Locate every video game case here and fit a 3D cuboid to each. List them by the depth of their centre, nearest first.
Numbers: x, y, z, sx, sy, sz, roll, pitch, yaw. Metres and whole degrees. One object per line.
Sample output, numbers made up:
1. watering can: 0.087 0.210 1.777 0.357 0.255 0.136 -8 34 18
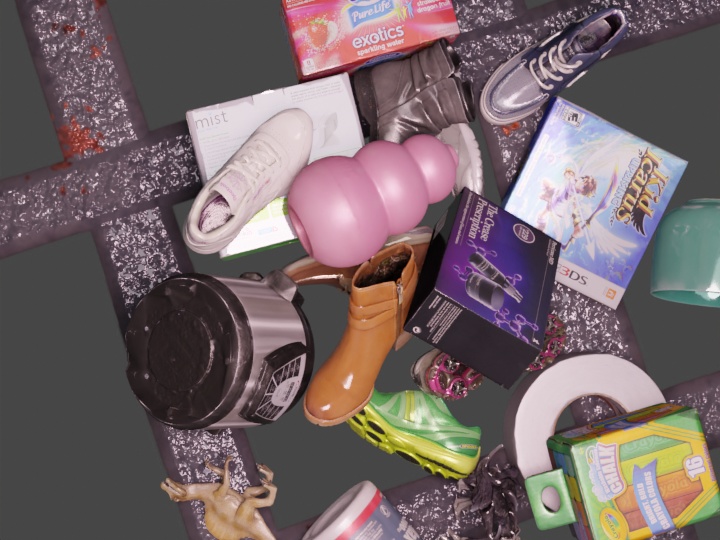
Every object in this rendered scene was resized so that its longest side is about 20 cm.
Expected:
1. video game case: 0.272 -0.082 1.630 0.180 0.045 0.202 25 96 -4

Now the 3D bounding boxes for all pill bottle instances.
1. pill bottle: 0.033 0.358 1.569 0.119 0.120 0.200 -42 93 -6

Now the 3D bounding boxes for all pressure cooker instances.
1. pressure cooker: -0.148 0.091 1.528 0.174 0.199 0.181 -17 78 26

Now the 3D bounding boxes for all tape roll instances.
1. tape roll: 0.276 0.200 1.626 0.197 0.066 0.203 0 88 -6

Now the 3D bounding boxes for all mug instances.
1. mug: 0.432 -0.019 1.619 0.150 0.185 0.116 5 84 19

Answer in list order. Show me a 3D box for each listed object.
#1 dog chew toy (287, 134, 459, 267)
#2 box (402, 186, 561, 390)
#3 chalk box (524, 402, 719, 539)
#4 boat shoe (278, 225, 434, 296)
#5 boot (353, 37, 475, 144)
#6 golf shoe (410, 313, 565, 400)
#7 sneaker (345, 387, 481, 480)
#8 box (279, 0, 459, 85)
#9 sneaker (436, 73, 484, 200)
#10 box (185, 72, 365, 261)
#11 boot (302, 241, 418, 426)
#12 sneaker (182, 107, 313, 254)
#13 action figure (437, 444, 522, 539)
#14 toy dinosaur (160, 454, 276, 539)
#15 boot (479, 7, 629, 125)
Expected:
1. dog chew toy: 0.020 -0.087 1.495 0.198 0.124 0.126 -27 90 -11
2. box: 0.143 0.017 1.522 0.140 0.201 0.079 31 129 -9
3. chalk box: 0.290 0.239 1.530 0.198 0.124 0.126 -17 89 -6
4. boat shoe: 0.000 0.000 1.605 0.197 0.076 0.073 -13 91 -4
5. boot: 0.075 -0.160 1.566 0.130 0.070 0.203 -14 91 18
6. golf shoe: 0.151 0.093 1.608 0.198 0.092 0.074 -17 102 -21
7. sneaker: 0.055 0.177 1.613 0.198 0.074 0.084 30 59 0
8. box: 0.009 -0.296 1.605 0.197 0.095 0.101 -16 88 -6
9. sneaker: 0.102 -0.151 1.629 0.081 0.075 0.203 -14 80 5
10. box: -0.092 -0.122 1.588 0.197 0.097 0.179 -15 89 -6
11. boot: 0.003 0.072 1.526 0.076 0.156 0.200 37 63 24
12. sneaker: -0.120 -0.098 1.489 0.075 0.100 0.201 39 85 -1
13. action figure: 0.143 0.304 1.572 0.101 0.119 0.203 -4 105 28
14. toy dinosaur: -0.138 0.285 1.598 0.199 0.058 0.102 34 100 5
15. boot: 0.232 -0.253 1.627 0.199 0.090 0.073 -38 91 -6
